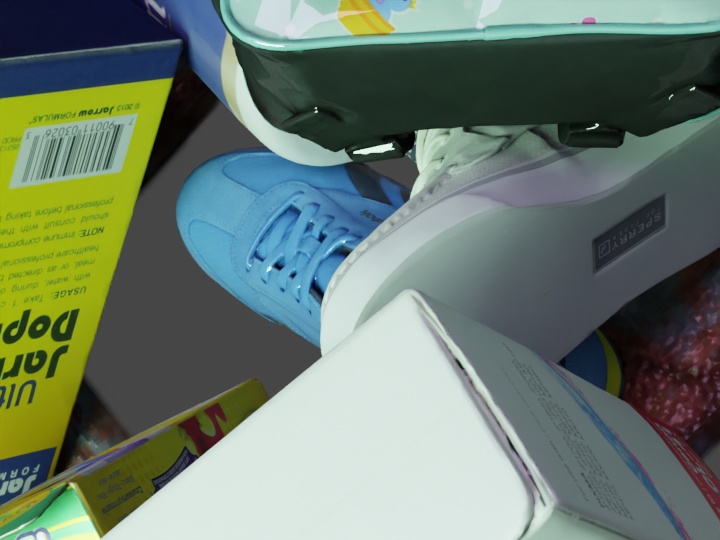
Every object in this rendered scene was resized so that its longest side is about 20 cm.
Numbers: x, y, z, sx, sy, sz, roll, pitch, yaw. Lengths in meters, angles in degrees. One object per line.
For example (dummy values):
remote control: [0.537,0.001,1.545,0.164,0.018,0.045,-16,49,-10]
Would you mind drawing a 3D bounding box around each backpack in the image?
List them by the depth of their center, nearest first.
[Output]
backpack: [0.035,-0.152,0.906,0.175,0.153,0.201,-3,67,5]

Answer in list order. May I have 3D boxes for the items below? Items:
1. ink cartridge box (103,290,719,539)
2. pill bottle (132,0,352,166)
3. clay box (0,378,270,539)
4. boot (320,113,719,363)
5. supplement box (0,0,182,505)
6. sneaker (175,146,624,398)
ink cartridge box: [0.026,0.101,0.909,0.147,0.200,0.086,-40,59,12]
pill bottle: [-0.047,-0.138,1.095,0.111,0.111,0.200,-48,56,8]
clay box: [-0.103,0.096,0.999,0.115,0.200,0.048,-28,91,20]
boot: [0.041,-0.021,0.980,0.095,0.200,0.074,27,129,39]
supplement box: [-0.159,-0.017,1.075,0.109,0.109,0.201,39,123,34]
sneaker: [0.000,0.000,1.042,0.200,0.078,0.066,30,92,35]
